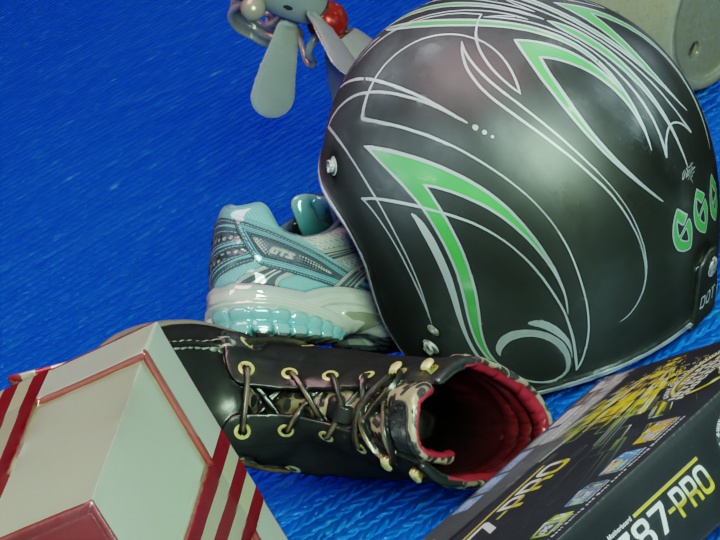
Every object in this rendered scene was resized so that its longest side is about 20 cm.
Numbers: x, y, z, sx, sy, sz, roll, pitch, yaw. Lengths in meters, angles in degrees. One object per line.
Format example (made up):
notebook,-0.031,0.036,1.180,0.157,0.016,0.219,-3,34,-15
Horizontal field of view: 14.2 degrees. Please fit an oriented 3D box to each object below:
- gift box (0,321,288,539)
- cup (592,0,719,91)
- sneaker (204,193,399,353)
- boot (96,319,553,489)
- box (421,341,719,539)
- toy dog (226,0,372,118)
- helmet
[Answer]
gift box,-0.147,0.146,1.303,0.199,0.185,0.187,-19,22,16
cup,0.162,-0.181,1.779,0.143,0.201,0.200,25,49,34
sneaker,0.000,0.000,1.538,0.077,0.087,0.199,-11,-10,42
boot,-0.018,0.067,1.397,0.199,0.074,0.150,15,-10,-42
box,0.098,0.103,1.234,0.200,0.049,0.161,-39,6,-30
toy dog,-0.016,-0.110,1.851,0.097,0.200,0.132,-58,5,-28
helmet,0.082,-0.051,1.477,0.199,0.191,0.200,-21,18,7
